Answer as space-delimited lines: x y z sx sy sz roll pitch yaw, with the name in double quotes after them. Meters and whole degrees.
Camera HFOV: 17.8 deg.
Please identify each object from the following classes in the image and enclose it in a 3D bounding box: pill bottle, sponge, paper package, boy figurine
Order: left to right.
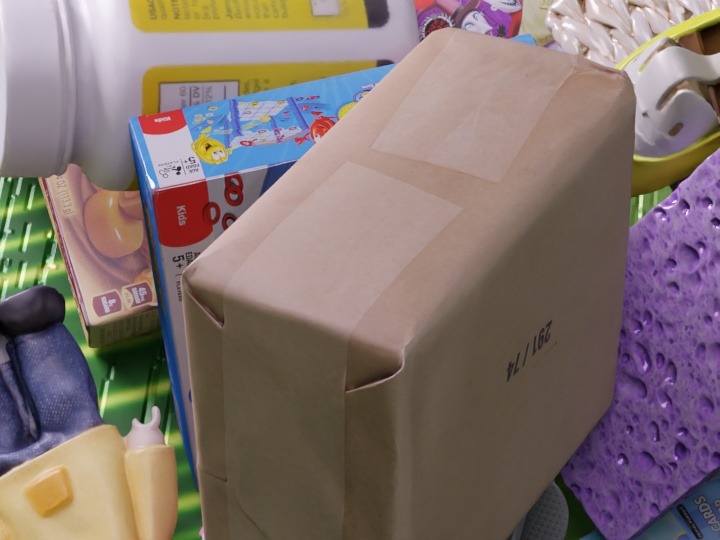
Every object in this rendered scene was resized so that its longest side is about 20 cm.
-0.143 0.114 1.084 0.124 0.064 0.200 -21 77 -6 "boy figurine"
-0.080 -0.097 1.108 0.199 0.114 0.115 -3 61 -17 "pill bottle"
0.026 0.031 0.964 0.103 0.191 0.200 20 44 25 "paper package"
0.150 0.032 1.049 0.030 0.200 0.112 -20 70 -51 "sponge"

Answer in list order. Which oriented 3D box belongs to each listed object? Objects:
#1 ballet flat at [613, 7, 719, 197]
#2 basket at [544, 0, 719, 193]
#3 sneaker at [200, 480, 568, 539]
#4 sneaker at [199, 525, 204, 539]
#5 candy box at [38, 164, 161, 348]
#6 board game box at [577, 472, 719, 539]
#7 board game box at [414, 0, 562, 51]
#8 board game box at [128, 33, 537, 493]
0.167 -0.093 1.025 0.200 0.067 0.067 -25 74 23 "ballet flat"
0.226 -0.086 1.138 0.161 0.200 0.198 -38 66 12 "basket"
0.002 0.130 1.118 0.200 0.071 0.080 -16 23 4 "sneaker"
-0.023 0.202 1.024 0.088 0.081 0.201 -1 93 32 "sneaker"
-0.063 -0.045 1.198 0.199 0.055 0.116 -17 78 -10 "candy box"
0.162 0.185 1.100 0.200 0.047 0.151 -29 66 -17 "board game box"
0.118 -0.175 1.263 0.200 0.032 0.120 -40 64 3 "board game box"
0.000 0.000 1.104 0.195 0.200 0.056 -13 42 -8 "board game box"
